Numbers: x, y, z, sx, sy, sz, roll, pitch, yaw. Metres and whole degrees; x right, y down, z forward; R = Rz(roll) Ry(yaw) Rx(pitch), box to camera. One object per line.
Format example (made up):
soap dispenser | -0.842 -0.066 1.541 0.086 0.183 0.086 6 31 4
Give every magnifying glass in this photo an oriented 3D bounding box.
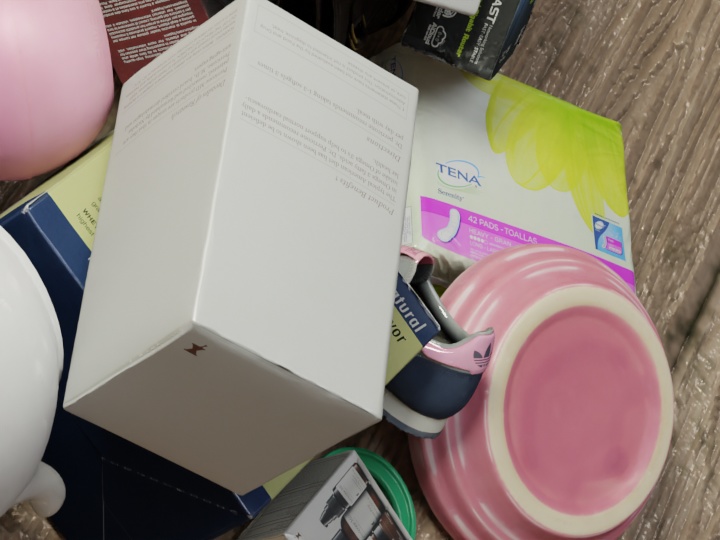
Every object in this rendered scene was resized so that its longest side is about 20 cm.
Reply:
magnifying glass | -0.034 0.167 1.649 0.080 0.022 0.200 56 41 -5

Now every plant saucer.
plant saucer | 0.119 0.084 1.763 0.200 0.051 0.202 1 89 -37

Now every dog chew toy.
dog chew toy | -0.232 -0.101 1.513 0.199 0.125 0.125 -10 72 -11

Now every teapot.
teapot | -0.215 0.031 1.418 0.197 0.200 0.146 47 51 6

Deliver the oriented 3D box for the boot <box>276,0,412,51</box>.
boot | -0.003 -0.200 1.756 0.174 0.069 0.201 -51 149 -61

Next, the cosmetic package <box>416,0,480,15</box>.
cosmetic package | -0.006 -0.213 1.627 0.199 0.074 0.102 12 99 -45

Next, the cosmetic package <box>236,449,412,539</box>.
cosmetic package | 0.014 0.207 1.628 0.200 0.051 0.083 57 45 -15

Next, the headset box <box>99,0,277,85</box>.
headset box | -0.112 -0.201 1.677 0.149 0.075 0.201 -70 142 -51

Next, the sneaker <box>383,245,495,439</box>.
sneaker | 0.000 0.000 1.692 0.200 0.082 0.070 46 27 12

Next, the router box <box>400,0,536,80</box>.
router box | 0.088 -0.205 1.805 0.062 0.150 0.200 23 11 4

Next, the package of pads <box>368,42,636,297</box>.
package of pads | 0.085 -0.048 1.838 0.199 0.068 0.155 18 57 -37

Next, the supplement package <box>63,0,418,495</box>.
supplement package | -0.057 -0.013 1.451 0.117 0.117 0.201 29 51 -29

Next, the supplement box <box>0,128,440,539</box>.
supplement box | -0.102 0.025 1.574 0.200 0.134 0.200 54 44 -7
